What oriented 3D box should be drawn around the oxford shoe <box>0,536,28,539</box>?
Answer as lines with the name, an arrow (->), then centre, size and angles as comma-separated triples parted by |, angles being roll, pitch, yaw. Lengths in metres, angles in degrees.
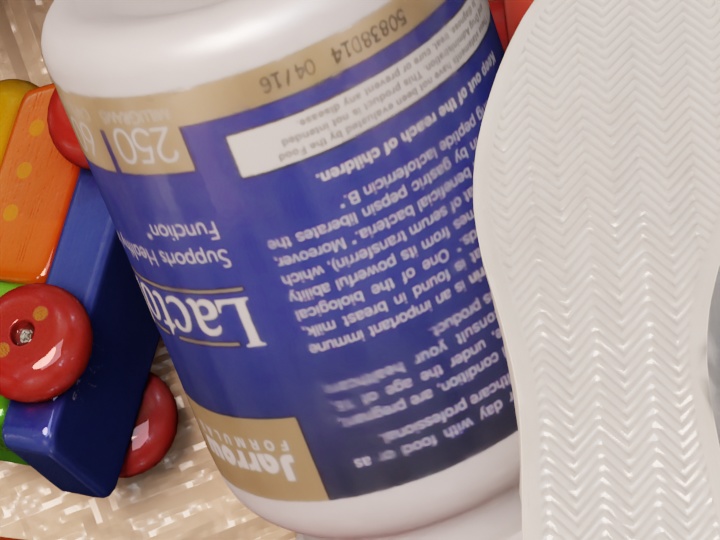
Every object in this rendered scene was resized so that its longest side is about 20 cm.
oxford shoe -> -0.031, 0.129, 0.785 | 0.199, 0.071, 0.073 | 15, 107, 13

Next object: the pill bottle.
pill bottle -> 0.000, 0.000, 0.810 | 0.115, 0.116, 0.201 | -23, 113, -2

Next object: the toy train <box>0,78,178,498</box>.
toy train -> -0.099, -0.041, 0.884 | 0.115, 0.085, 0.201 | 8, 71, 21

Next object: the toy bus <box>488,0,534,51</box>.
toy bus -> 0.108, -0.089, 0.864 | 0.191, 0.136, 0.201 | -6, 76, 17

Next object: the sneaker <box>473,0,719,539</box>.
sneaker -> 0.076, 0.025, 0.770 | 0.073, 0.116, 0.201 | -3, 66, 15
